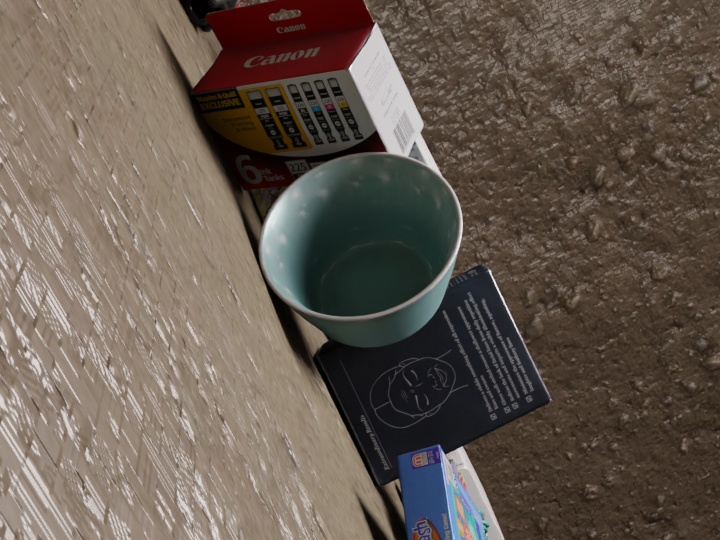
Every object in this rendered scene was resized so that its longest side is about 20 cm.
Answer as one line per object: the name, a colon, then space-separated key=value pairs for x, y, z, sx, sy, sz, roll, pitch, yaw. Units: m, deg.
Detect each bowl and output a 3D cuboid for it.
bowl: x=0.008 y=-0.006 z=1.321 sx=0.106 sy=0.199 sz=0.202 roll=71 pitch=-4 yaw=-53

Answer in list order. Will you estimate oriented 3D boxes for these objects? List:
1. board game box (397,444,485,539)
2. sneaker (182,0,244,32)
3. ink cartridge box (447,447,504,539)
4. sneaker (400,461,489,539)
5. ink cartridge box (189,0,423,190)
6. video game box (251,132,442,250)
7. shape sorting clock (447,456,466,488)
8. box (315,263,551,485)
board game box: x=0.084 y=0.279 z=1.190 sx=0.153 sy=0.044 sz=0.202 roll=60 pitch=17 yaw=-50
sneaker: x=-0.204 y=-0.367 z=1.849 sx=0.071 sy=0.098 sz=0.200 roll=51 pitch=-19 yaw=-7
ink cartridge box: x=0.109 y=0.276 z=1.700 sx=0.148 sy=0.082 sz=0.200 roll=63 pitch=2 yaw=-16
sneaker: x=0.110 y=0.304 z=1.522 sx=0.078 sy=0.079 sz=0.202 roll=58 pitch=7 yaw=-65
ink cartridge box: x=-0.063 y=-0.182 z=1.382 sx=0.177 sy=0.198 sz=0.084 roll=61 pitch=40 yaw=-33
video game box: x=-0.013 y=-0.083 z=1.461 sx=0.047 sy=0.199 sz=0.184 roll=33 pitch=28 yaw=-55
shape sorting clock: x=0.097 y=0.289 z=1.384 sx=0.200 sy=0.039 sz=0.203 roll=-12 pitch=90 yaw=-78
box: x=0.074 y=0.105 z=1.402 sx=0.150 sy=0.198 sz=0.107 roll=64 pitch=2 yaw=-3
